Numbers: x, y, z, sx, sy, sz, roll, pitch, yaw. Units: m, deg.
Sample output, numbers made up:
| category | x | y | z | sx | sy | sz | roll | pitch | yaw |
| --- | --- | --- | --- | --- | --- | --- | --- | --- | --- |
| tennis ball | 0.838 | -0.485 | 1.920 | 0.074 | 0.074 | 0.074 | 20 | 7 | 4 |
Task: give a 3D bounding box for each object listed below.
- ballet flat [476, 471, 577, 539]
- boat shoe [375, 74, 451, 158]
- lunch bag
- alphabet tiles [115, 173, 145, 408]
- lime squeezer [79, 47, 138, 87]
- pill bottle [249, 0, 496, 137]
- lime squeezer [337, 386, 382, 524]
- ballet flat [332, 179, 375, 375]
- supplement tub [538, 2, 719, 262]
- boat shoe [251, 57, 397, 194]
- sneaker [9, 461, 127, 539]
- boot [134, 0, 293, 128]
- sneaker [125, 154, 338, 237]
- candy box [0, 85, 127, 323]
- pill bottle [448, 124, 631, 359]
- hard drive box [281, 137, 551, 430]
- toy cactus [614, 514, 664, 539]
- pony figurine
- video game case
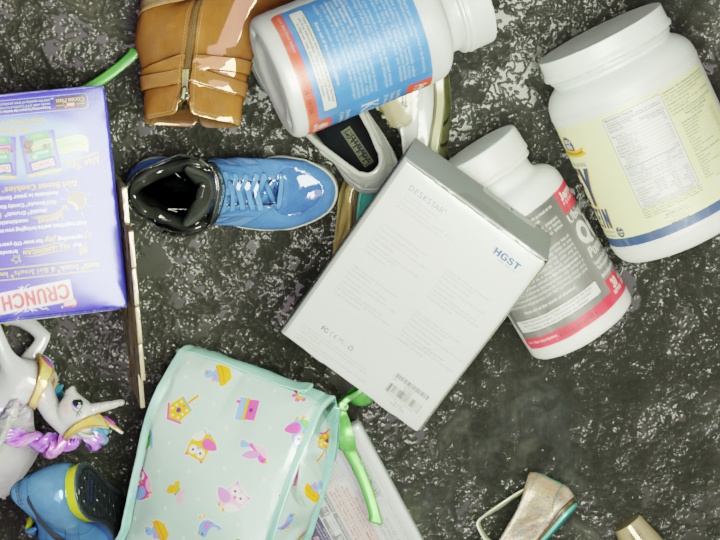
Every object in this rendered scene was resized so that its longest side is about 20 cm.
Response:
| category | x | y | z | sx | sy | sz | roll | pitch | yaw |
| --- | --- | --- | --- | --- | --- | --- | --- | --- | --- |
| ballet flat | 0.130 | 0.280 | 1.735 | 0.067 | 0.068 | 0.201 | 39 | 93 | 12 |
| boat shoe | 0.049 | -0.161 | 1.642 | 0.068 | 0.075 | 0.202 | 5 | 97 | 8 |
| lunch bag | -0.118 | 0.183 | 1.653 | 0.169 | 0.122 | 0.202 | 19 | 97 | 22 |
| alphabet tiles | -0.212 | 0.017 | 1.623 | 0.006 | 0.166 | 0.202 | -5 | 101 | -11 |
| lime squeezer | -0.270 | -0.120 | 1.659 | 0.070 | 0.038 | 0.202 | 18 | 91 | -16 |
| pill bottle | 0.013 | -0.201 | 1.537 | 0.198 | 0.112 | 0.113 | -22 | 101 | -8 |
| lime squeezer | 0.010 | 0.134 | 1.686 | 0.070 | 0.038 | 0.202 | 14 | 85 | 8 |
| ballet flat | 0.000 | 0.000 | 1.673 | 0.068 | 0.063 | 0.202 | 6 | 96 | -25 |
| supplement tub | 0.258 | -0.125 | 1.608 | 0.144 | 0.145 | 0.201 | -26 | 100 | 5 |
| boat shoe | -0.040 | -0.155 | 1.614 | 0.072 | 0.066 | 0.201 | -34 | 77 | 1 |
| sneaker | -0.266 | 0.238 | 1.676 | 0.078 | 0.200 | 0.067 | -10 | 58 | 11 |
| boot | -0.109 | -0.208 | 1.593 | 0.198 | 0.077 | 0.157 | -2 | 77 | 9 |
| sneaker | -0.119 | -0.068 | 1.634 | 0.198 | 0.111 | 0.078 | 6 | 101 | -2 |
| candy box | -0.304 | -0.058 | 1.599 | 0.167 | 0.077 | 0.202 | -6 | 94 | -10 |
| pill bottle | 0.157 | -0.028 | 1.642 | 0.110 | 0.111 | 0.201 | -31 | 101 | 6 |
| hard drive box | 0.050 | 0.013 | 1.574 | 0.155 | 0.077 | 0.201 | 36 | 110 | -3 |
| toy cactus | 0.303 | 0.319 | 1.730 | 0.199 | 0.102 | 0.166 | -35 | 89 | 15 |
| pony figurine | -0.342 | 0.132 | 1.666 | 0.193 | 0.167 | 0.200 | -44 | 83 | 0 |
| video game case | -0.035 | 0.274 | 1.747 | 0.181 | 0.023 | 0.201 | -27 | 101 | 5 |
